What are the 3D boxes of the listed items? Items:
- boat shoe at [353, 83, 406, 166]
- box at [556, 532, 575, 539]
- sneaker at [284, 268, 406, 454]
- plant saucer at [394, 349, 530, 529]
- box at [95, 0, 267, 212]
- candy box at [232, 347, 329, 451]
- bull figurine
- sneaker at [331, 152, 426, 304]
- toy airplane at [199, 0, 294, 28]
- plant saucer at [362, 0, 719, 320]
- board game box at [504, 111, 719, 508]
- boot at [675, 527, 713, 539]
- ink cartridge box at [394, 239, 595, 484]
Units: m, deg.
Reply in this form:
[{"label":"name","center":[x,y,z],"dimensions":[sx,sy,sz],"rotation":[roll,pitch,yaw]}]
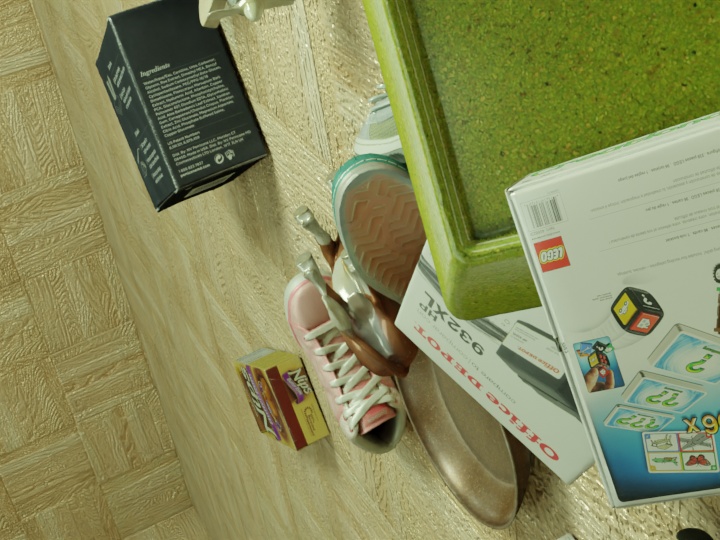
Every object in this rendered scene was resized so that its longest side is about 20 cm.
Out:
[{"label":"boat shoe","center":[0.047,-0.097,0.695],"dimensions":[0.202,0.073,0.066],"rotation":[-167,89,-78]},{"label":"box","center":[0.192,0.282,0.768],"dimensions":[0.200,0.041,0.039],"rotation":[51,156,39]},{"label":"sneaker","center":[-0.008,0.097,1.061],"dimensions":[0.105,0.075,0.202],"rotation":[45,159,58]},{"label":"plant saucer","center":[0.085,0.111,0.879],"dimensions":[0.201,0.036,0.202],"rotation":[55,159,33]},{"label":"box","center":[-0.213,-0.191,1.245],"dimensions":[0.202,0.116,0.196],"rotation":[68,162,-4]},{"label":"candy box","center":[-0.114,0.175,1.489],"dimensions":[0.118,0.056,0.200],"rotation":[69,163,-6]},{"label":"bull figurine","center":[0.000,0.000,0.836],"dimensions":[0.122,0.065,0.201],"rotation":[51,-170,-30]},{"label":"sneaker","center":[0.029,-0.026,0.735],"dimensions":[0.200,0.071,0.080],"rotation":[47,-169,-50]},{"label":"toy airplane","center":[-0.073,-0.279,0.760],"dimensions":[0.200,0.139,0.202],"rotation":[-173,99,-79]},{"label":"plant saucer","center":[0.088,-0.086,0.414],"dimensions":[0.198,0.048,0.202],"rotation":[-13,97,29]},{"label":"board game box","center":[0.159,0.002,0.353],"dimensions":[0.198,0.035,0.128],"rotation":[-16,98,30]},{"label":"boot","center":[0.225,0.261,0.618],"dimensions":[0.138,0.076,0.203],"rotation":[-132,39,-54]},{"label":"ink cartridge box","center":[0.108,0.010,0.562],"dimensions":[0.145,0.084,0.201],"rotation":[42,155,13]}]
